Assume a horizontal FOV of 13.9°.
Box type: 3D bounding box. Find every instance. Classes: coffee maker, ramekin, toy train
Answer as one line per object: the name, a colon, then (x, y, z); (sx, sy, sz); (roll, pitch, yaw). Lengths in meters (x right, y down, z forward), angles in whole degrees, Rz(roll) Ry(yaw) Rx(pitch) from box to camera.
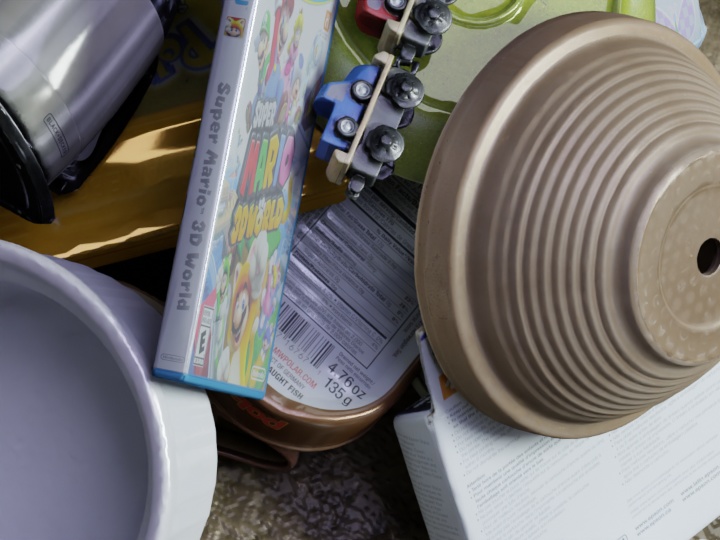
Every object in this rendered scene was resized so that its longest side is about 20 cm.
coffee maker: (-0.149, -0.151, 1.322); (0.192, 0.135, 0.200); (38, 69, 9)
ramekin: (-0.160, 0.084, 1.295); (0.201, 0.200, 0.098); (60, 16, 9)
toy train: (0.021, -0.125, 1.355); (0.046, 0.034, 0.200); (21, 70, -2)

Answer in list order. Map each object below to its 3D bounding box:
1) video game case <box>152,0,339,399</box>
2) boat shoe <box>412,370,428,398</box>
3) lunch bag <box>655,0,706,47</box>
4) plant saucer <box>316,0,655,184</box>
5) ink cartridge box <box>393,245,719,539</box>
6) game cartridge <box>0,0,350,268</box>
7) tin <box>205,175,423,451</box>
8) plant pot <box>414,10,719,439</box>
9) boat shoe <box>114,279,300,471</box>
video game case: (-0.047, -0.046, 1.289); (0.018, 0.143, 0.200); (10, 86, 13)
boat shoe: (0.048, 0.012, 1.492); (0.072, 0.060, 0.202); (-34, 85, -31)
lunch bag: (0.071, -0.153, 1.520); (0.200, 0.127, 0.170); (43, 38, 5)
plant saucer: (0.050, -0.137, 1.401); (0.200, 0.031, 0.200); (4, 72, -13)
ink cartridge box: (0.106, 0.065, 1.447); (0.199, 0.041, 0.200); (-33, 120, -31)
game cartridge: (-0.116, -0.104, 1.393); (0.176, 0.032, 0.200); (-16, 70, -13)
tin: (0.000, 0.000, 1.418); (0.112, 0.042, 0.200); (44, 57, -6)
plant pot: (0.128, -0.015, 1.357); (0.201, 0.093, 0.201); (-11, 107, -39)
boat shoe: (-0.117, 0.053, 1.399); (0.200, 0.072, 0.072); (16, 61, -24)
